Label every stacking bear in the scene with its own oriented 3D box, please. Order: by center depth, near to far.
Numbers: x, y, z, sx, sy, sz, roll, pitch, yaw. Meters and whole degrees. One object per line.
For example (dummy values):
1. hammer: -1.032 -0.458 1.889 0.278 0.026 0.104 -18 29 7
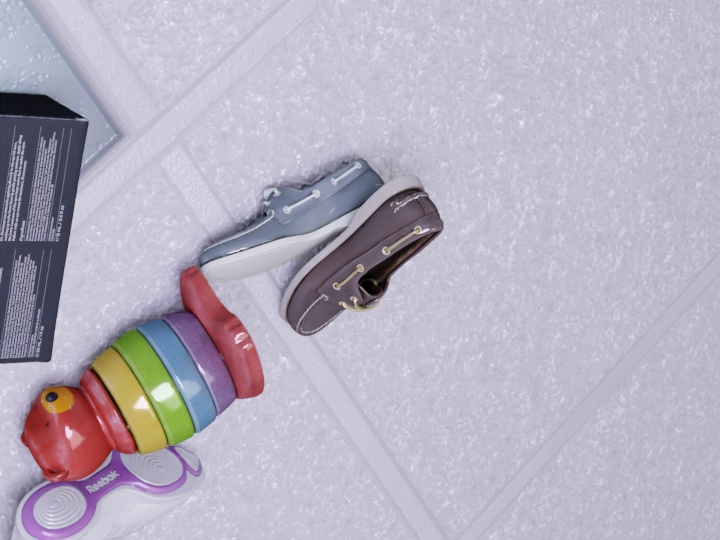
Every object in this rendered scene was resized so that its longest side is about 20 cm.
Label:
1. stacking bear: -0.192 0.106 1.299 0.199 0.121 0.114 -29 137 -16

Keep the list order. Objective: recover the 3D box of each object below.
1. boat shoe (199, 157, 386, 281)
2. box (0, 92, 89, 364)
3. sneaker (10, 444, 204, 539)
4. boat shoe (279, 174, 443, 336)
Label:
1. boat shoe: -0.063 -0.046 1.380 0.199 0.073 0.062 -22 80 -23
2. box: -0.299 -0.032 1.162 0.141 0.079 0.201 -2 111 -42
3. sneaker: -0.229 0.208 1.351 0.199 0.075 0.100 -18 151 -42
4. boat shoe: 0.000 0.000 1.384 0.072 0.060 0.200 -3 143 -52
